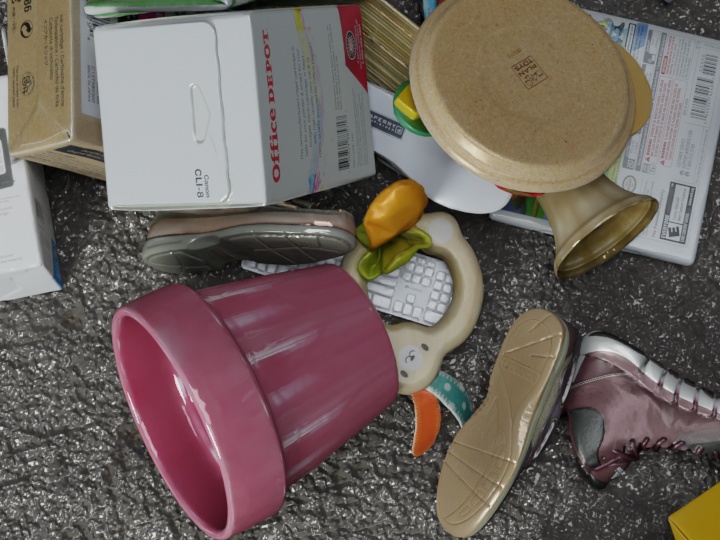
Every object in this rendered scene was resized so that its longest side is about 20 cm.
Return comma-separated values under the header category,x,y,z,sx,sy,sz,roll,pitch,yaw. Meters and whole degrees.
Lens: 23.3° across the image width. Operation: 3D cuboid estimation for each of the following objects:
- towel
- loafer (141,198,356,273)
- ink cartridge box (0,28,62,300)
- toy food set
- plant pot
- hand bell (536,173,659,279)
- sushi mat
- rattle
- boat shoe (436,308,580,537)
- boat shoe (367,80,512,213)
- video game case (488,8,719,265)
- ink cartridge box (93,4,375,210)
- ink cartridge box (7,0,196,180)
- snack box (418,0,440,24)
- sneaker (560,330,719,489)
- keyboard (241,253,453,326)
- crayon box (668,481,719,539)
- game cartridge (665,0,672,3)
category,x,y,z,sx,sy,sz,roll,pitch,yaw
towel,-0.105,-0.218,1.402,0.151,0.199,0.024,2,99,32
loafer,-0.093,-0.041,1.437,0.198,0.072,0.063,-6,66,28
ink cartridge box,-0.301,-0.084,1.444,0.066,0.116,0.202,-11,80,-3
toy food set,0.130,-0.150,1.418,0.198,0.049,0.200,38,62,5
plant pot,-0.076,0.086,1.393,0.178,0.200,0.201,-24,81,-22
hand bell,0.152,-0.103,1.470,0.104,0.104,0.201,-31,70,-7
sushi mat,0.011,-0.199,1.491,0.200,0.096,0.012,39,54,5
rattle,0.055,0.042,1.421,0.129,0.143,0.202,2,76,-23
boat shoe,0.128,0.130,1.441,0.072,0.065,0.201,27,97,43
boat shoe,0.044,-0.111,1.485,0.199,0.068,0.072,25,100,11
video game case,0.219,-0.121,1.519,0.181,0.022,0.202,13,80,0
ink cartridge box,-0.096,-0.131,1.383,0.143,0.200,0.147,-1,98,25
ink cartridge box,-0.209,-0.181,1.435,0.075,0.164,0.202,-10,78,33
snack box,0.102,-0.284,1.519,0.115,0.037,0.202,-5,69,-4
sneaker,0.248,0.145,1.452,0.199,0.076,0.116,30,85,14
keyboard,0.000,0.000,1.493,0.198,0.011,0.057,17,79,1
crayon box,0.326,0.211,1.409,0.199,0.126,0.052,-33,44,-8
game cartridge,0.289,-0.352,1.557,0.133,0.042,0.200,41,81,9
